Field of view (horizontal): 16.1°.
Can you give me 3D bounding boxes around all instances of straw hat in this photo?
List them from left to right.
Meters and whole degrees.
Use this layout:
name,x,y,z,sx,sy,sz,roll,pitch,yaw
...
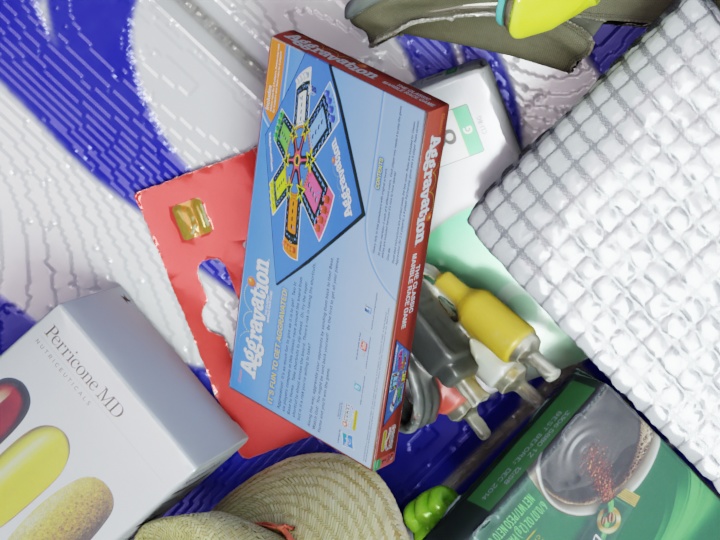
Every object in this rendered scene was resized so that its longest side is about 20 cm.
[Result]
name,x,y,z,sx,sy,sz,roll,pitch,yaw
straw hat,-0.071,0.159,1.251,0.201,0.201,0.085,-47,127,12

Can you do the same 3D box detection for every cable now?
name,x,y,z,sx,sy,sz,roll,pitch,yaw
cable,0.015,0.001,1.287,0.200,0.050,0.097,56,134,11

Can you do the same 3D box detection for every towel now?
name,x,y,z,sx,sy,sz,roll,pitch,yaw
towel,0.175,-0.014,1.235,0.200,0.086,0.166,45,100,-3

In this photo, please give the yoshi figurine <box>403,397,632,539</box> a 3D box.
name,x,y,z,sx,sy,sz,roll,pitch,yaw
yoshi figurine,0.068,0.149,1.281,0.200,0.112,0.112,-29,60,0

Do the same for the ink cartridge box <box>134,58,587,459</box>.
name,x,y,z,sx,sy,sz,roll,pitch,yaw
ink cartridge box,0.000,0.000,1.316,0.200,0.050,0.161,-20,99,7

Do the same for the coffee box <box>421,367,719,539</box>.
name,x,y,z,sx,sy,sz,roll,pitch,yaw
coffee box,0.137,0.157,1.250,0.123,0.044,0.200,-47,112,-8

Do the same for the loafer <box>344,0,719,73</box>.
name,x,y,z,sx,sy,sz,roll,pitch,yaw
loafer,0.092,-0.131,1.266,0.200,0.075,0.070,-8,96,7

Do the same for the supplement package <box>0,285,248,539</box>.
name,x,y,z,sx,sy,sz,roll,pitch,yaw
supplement package,-0.175,0.115,1.316,0.200,0.110,0.114,-42,86,12

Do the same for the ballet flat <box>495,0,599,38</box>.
name,x,y,z,sx,sy,sz,roll,pitch,yaw
ballet flat,0.130,-0.182,1.208,0.067,0.200,0.067,20,148,12

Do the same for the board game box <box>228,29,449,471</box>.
name,x,y,z,sx,sy,sz,roll,pitch,yaw
board game box,-0.013,-0.009,1.260,0.103,0.019,0.200,28,124,32
